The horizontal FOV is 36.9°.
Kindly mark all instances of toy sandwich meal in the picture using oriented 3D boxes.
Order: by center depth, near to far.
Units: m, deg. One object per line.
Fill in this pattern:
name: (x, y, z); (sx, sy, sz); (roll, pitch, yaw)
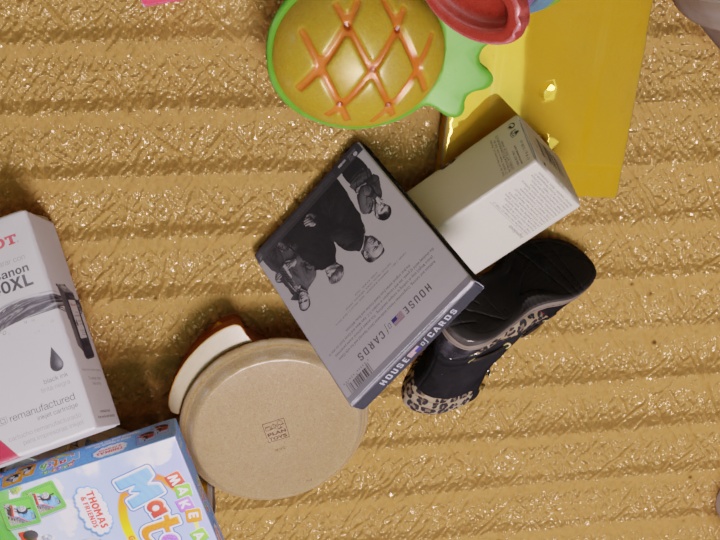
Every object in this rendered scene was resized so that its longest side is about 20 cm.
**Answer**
toy sandwich meal: (-0.093, 0.136, 1.060); (0.205, 0.070, 0.205); (-5, 117, -11)

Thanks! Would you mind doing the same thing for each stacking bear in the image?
stacking bear: (0.151, -0.267, 0.865); (0.200, 0.114, 0.122); (-26, 114, -30)

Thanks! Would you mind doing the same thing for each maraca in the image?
maraca: (0.020, -0.184, 0.906); (0.200, 0.107, 0.137); (-1, 122, -13)

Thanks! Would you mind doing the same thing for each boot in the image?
boot: (0.129, 0.056, 1.041); (0.200, 0.073, 0.151); (-30, 158, -38)

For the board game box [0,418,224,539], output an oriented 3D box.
board game box: (-0.239, 0.232, 0.983); (0.200, 0.037, 0.151); (-18, 114, -2)

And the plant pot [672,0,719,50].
plant pot: (0.372, -0.233, 0.905); (0.200, 0.200, 0.174); (-34, 131, 7)

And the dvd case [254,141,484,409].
dvd case: (0.000, 0.000, 0.943); (0.150, 0.200, 0.025); (-46, 142, 13)

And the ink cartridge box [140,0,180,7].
ink cartridge box: (-0.088, -0.302, 0.848); (0.200, 0.084, 0.145); (-11, 115, -2)

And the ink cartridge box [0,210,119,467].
ink cartridge box: (-0.314, 0.065, 0.932); (0.145, 0.083, 0.200); (-20, 84, 0)

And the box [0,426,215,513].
box: (-0.254, 0.223, 1.052); (0.200, 0.101, 0.113); (22, 109, -17)

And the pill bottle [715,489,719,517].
pill bottle: (0.456, 0.298, 1.136); (0.112, 0.200, 0.112); (-3, 114, -7)

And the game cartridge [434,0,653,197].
game cartridge: (0.164, -0.167, 0.979); (0.176, 0.032, 0.200); (2, 112, -9)

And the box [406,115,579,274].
box: (0.088, -0.044, 0.969); (0.200, 0.068, 0.082); (-33, 134, 21)
